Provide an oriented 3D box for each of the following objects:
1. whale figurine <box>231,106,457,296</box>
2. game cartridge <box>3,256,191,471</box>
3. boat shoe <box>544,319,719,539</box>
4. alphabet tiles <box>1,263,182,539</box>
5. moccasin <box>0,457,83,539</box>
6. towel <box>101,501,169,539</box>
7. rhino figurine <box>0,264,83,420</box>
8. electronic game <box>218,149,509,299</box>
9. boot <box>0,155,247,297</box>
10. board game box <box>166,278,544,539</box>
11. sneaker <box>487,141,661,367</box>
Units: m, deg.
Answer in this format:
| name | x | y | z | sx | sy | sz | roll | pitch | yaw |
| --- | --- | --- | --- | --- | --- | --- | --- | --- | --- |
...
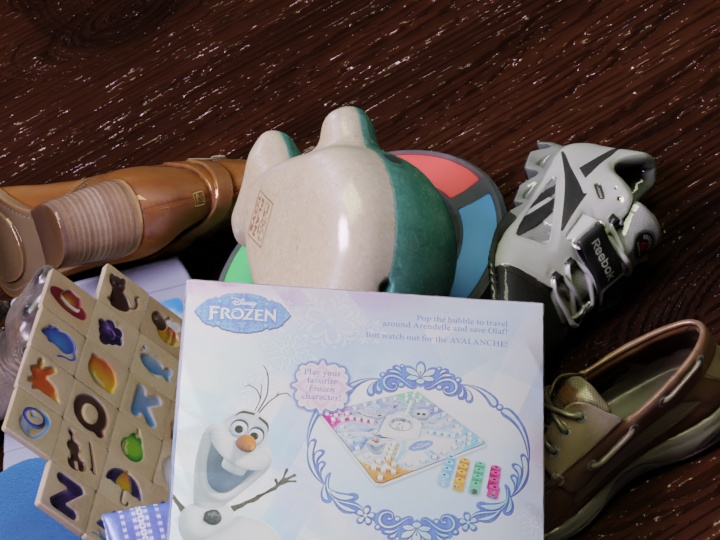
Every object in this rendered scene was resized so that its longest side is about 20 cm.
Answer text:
| name | x | y | z | sx | sy | sz | roll | pitch | yaw |
| --- | --- | --- | --- | --- | --- | --- | --- | --- | --- |
| whale figurine | -0.011 | -0.019 | 1.683 | 0.103 | 0.160 | 0.200 | 9 | 13 | -25 |
| game cartridge | -0.154 | 0.070 | 1.751 | 0.133 | 0.041 | 0.200 | -12 | 39 | 3 |
| boat shoe | 0.121 | 0.090 | 1.581 | 0.200 | 0.072 | 0.076 | -32 | 40 | -16 |
| alphabet tiles | -0.128 | 0.090 | 1.628 | 0.006 | 0.166 | 0.200 | -37 | 27 | 34 |
| moccasin | -0.167 | 0.185 | 1.594 | 0.080 | 0.068 | 0.200 | -29 | 38 | 0 |
| towel | -0.025 | 0.174 | 1.498 | 0.199 | 0.024 | 0.145 | -10 | 63 | -13 |
| rhino figurine | -0.231 | 0.055 | 1.721 | 0.200 | 0.060 | 0.088 | -28 | 57 | 37 |
| electronic game | 0.000 | 0.000 | 1.748 | 0.199 | 0.042 | 0.200 | -17 | 41 | 16 |
| boot | -0.156 | -0.034 | 1.851 | 0.154 | 0.074 | 0.200 | -15 | 9 | -26 |
| board game box | -0.001 | 0.106 | 1.507 | 0.199 | 0.043 | 0.200 | 4 | 60 | -3 |
| sneaker | 0.132 | -0.013 | 1.698 | 0.088 | 0.074 | 0.200 | -3 | 41 | 22 |
